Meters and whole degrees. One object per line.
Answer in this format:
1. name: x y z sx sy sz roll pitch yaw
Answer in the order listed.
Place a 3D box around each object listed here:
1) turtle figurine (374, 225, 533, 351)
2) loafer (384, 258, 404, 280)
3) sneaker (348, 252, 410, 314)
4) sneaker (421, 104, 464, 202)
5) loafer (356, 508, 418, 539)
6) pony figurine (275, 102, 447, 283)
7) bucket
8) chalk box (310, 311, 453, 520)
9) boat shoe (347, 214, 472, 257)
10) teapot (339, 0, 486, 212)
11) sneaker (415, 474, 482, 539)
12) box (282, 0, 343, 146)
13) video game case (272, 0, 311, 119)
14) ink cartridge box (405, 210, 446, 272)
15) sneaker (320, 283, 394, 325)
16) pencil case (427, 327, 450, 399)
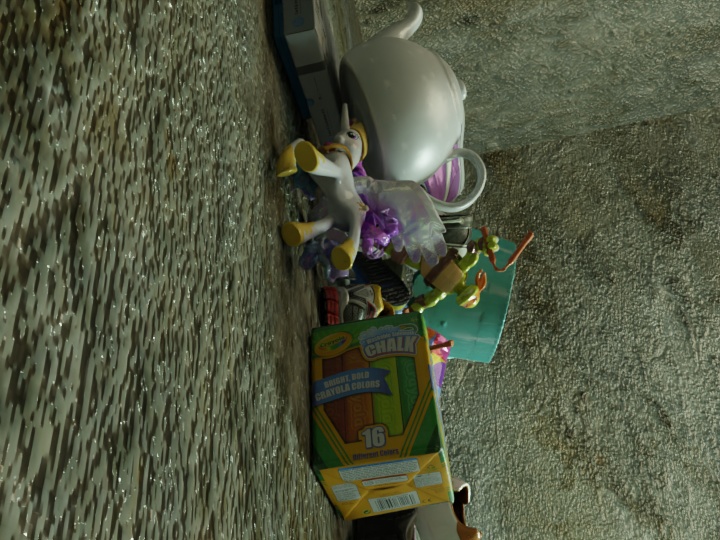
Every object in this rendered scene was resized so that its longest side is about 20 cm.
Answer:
1. turtle figurine: 0.096 -0.015 0.827 0.161 0.200 0.064 44 23 4
2. loafer: 0.034 0.076 1.170 0.076 0.066 0.205 73 25 -70
3. sneaker: 0.000 0.000 0.973 0.202 0.065 0.079 60 -36 32
4. sneaker: 0.093 -0.183 0.970 0.113 0.072 0.205 -29 114 -44
5. loafer: 0.025 0.312 0.778 0.200 0.071 0.073 -7 98 -80
6. pony figurine: -0.012 -0.069 0.736 0.197 0.163 0.200 70 24 -15
7. bucket: 0.139 0.032 1.008 0.207 0.132 0.212 14 90 -86
8. chalk box: 0.019 0.129 0.720 0.125 0.122 0.203 73 8 -49
9. boat shoe: 0.046 -0.056 0.890 0.071 0.195 0.065 -97 -167 -77
10. teapot: 0.067 -0.199 0.866 0.199 0.143 0.203 -119 -167 -51
11. sneaker: 0.096 0.279 0.906 0.073 0.084 0.202 48 9 -49
12. box: -0.056 -0.279 0.879 0.201 0.040 0.159 69 13 -59
13. video game case: -0.090 -0.323 0.905 0.144 0.017 0.204 69 13 -60
14. ink cartridge box: 0.063 -0.090 1.160 0.198 0.084 0.146 36 20 -13
15. sneaker: 0.008 0.080 0.871 0.201 0.080 0.079 71 10 -62
16. pencil case: 0.053 0.169 0.867 0.089 0.086 0.203 70 36 -56
